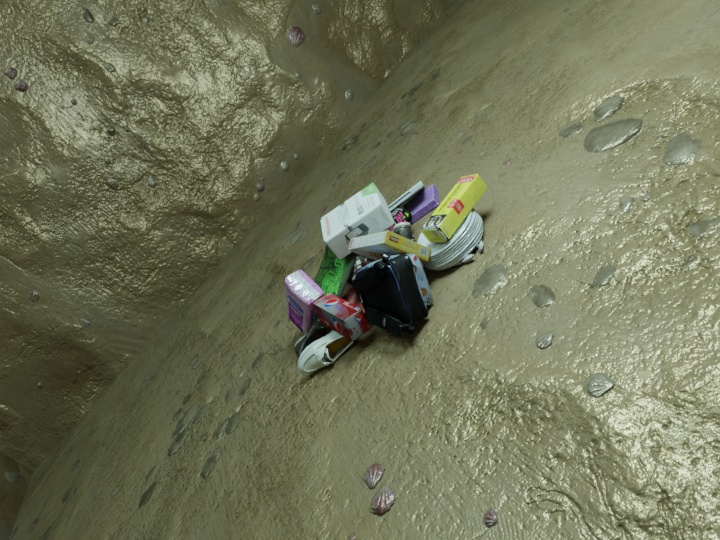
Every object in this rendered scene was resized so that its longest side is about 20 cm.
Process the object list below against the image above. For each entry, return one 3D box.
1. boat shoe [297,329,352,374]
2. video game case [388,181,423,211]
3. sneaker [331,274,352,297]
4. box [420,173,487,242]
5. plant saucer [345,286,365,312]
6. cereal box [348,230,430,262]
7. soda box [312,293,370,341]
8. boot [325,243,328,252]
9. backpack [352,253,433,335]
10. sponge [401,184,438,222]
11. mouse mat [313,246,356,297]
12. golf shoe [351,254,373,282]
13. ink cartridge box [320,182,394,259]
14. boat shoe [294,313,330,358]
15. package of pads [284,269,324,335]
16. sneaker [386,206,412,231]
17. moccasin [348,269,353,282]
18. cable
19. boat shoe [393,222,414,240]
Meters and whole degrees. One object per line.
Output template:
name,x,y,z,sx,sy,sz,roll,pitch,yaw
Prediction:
boat shoe,-0.096,0.230,1.545,0.199,0.071,0.070,-36,21,8
video game case,0.135,-0.231,1.840,0.181,0.022,0.200,-37,2,10
sneaker,-0.095,0.061,1.758,0.080,0.084,0.200,-37,0,-37
box,0.242,-0.160,1.431,0.201,0.050,0.075,-50,23,-17
plant saucer,0.031,0.058,1.621,0.201,0.037,0.199,-57,18,-23
cereal box,0.073,-0.055,1.470,0.199,0.142,0.040,-7,66,61
soda box,-0.055,0.124,1.518,0.063,0.071,0.199,-31,24,-20
boot,0.008,-0.077,1.748,0.181,0.073,0.199,-39,50,-20
backpack,0.076,0.049,1.392,0.153,0.204,0.189,-22,8,-39
sponge,0.170,-0.196,1.821,0.199,0.030,0.112,-35,26,27
mouse mat,-0.079,-0.002,1.680,0.160,0.007,0.203,11,79,51
golf shoe,0.000,0.000,1.638,0.089,0.077,0.200,-54,17,0
ink cartridge box,-0.013,-0.147,1.641,0.198,0.084,0.146,-33,32,12
boat shoe,-0.127,0.191,1.654,0.201,0.066,0.057,-52,38,21
package of pads,-0.170,0.101,1.683,0.075,0.120,0.202,-33,-27,-27
sneaker,0.116,-0.154,1.699,0.087,0.074,0.200,-31,6,11
moccasin,-0.014,-0.043,1.829,0.202,0.078,0.073,-52,24,-12
cable,0.235,-0.088,1.474,0.198,0.069,0.202,-27,30,34
boat shoe,0.123,-0.078,1.573,0.065,0.200,0.058,-9,75,6
